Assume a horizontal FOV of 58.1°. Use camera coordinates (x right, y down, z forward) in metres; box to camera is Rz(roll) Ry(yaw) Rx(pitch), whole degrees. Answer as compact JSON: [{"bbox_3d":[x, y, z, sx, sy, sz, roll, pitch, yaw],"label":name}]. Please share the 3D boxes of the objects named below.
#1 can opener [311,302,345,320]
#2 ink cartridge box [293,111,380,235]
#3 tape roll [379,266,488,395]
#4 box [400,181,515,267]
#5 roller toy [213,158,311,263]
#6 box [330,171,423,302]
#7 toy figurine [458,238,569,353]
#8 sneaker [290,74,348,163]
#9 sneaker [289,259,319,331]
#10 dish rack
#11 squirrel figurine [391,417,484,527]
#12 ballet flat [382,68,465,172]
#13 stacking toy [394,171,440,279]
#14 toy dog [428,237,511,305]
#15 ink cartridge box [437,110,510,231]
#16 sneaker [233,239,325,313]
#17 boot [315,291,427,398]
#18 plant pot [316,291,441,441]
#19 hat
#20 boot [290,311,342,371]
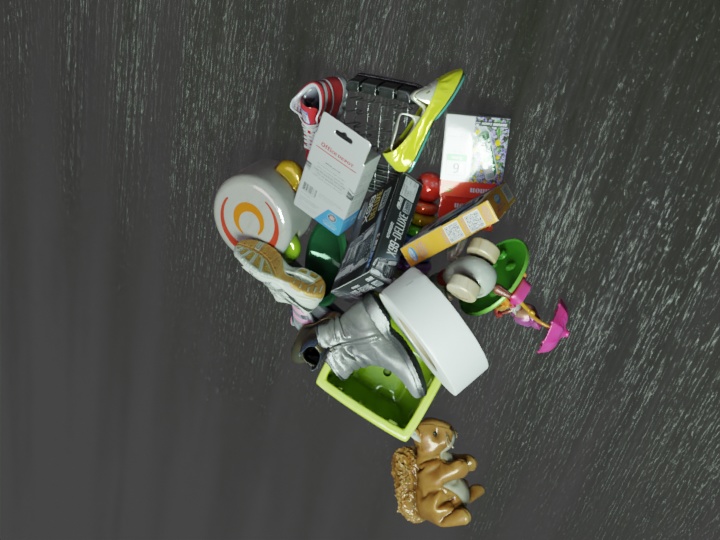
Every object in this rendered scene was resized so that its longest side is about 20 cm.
[{"bbox_3d":[-0.038,0.126,1.343,0.199,0.053,0.067,43,118,0],"label":"can opener"},{"bbox_3d":[-0.039,-0.183,1.192,0.115,0.066,0.203,36,128,15],"label":"ink cartridge box"},{"bbox_3d":[0.115,0.095,1.034,0.070,0.203,0.204,-36,85,-4],"label":"tape roll"},{"bbox_3d":[0.152,-0.072,1.072,0.197,0.119,0.042,-27,98,33],"label":"box"},{"bbox_3d":[-0.194,-0.127,1.321,0.178,0.140,0.205,9,120,20],"label":"roller toy"},{"bbox_3d":[0.028,-0.056,1.155,0.049,0.204,0.157,28,156,-19],"label":"box"},{"bbox_3d":[0.269,0.062,1.114,0.183,0.152,0.199,40,168,-20],"label":"toy figurine"},{"bbox_3d":[-0.088,-0.265,1.227,0.070,0.112,0.204,24,117,22],"label":"sneaker"},{"bbox_3d":[-0.132,0.078,1.393,0.081,0.070,0.204,-24,91,32],"label":"sneaker"},{"bbox_3d":[0.031,-0.249,1.198,0.151,0.054,0.205,19,117,26],"label":"dish rack"},{"bbox_3d":[0.133,0.397,1.302,0.197,0.141,0.191,-22,88,32],"label":"squirrel figurine"},{"bbox_3d":[0.103,-0.265,1.107,0.066,0.067,0.203,28,103,-14],"label":"ballet flat"},{"bbox_3d":[0.111,-0.081,1.196,0.084,0.085,0.205,22,110,23],"label":"stacking toy"},{"bbox_3d":[0.175,0.022,1.029,0.095,0.200,0.133,35,93,-5],"label":"toy dog"},{"bbox_3d":[0.189,-0.164,1.110,0.106,0.051,0.205,6,110,6],"label":"ink cartridge box"},{"bbox_3d":[-0.166,0.019,1.263,0.197,0.076,0.088,32,138,3],"label":"sneaker"},{"bbox_3d":[0.018,0.152,1.105,0.130,0.070,0.203,-33,83,8],"label":"boot"},{"bbox_3d":[0.050,0.179,1.215,0.196,0.182,0.203,31,81,7],"label":"plant pot"},{"bbox_3d":[0.000,0.000,1.321,0.166,0.172,0.204,-46,49,45],"label":"hat"},{"bbox_3d":[-0.108,0.159,1.316,0.075,0.097,0.200,44,135,-3],"label":"boot"}]
